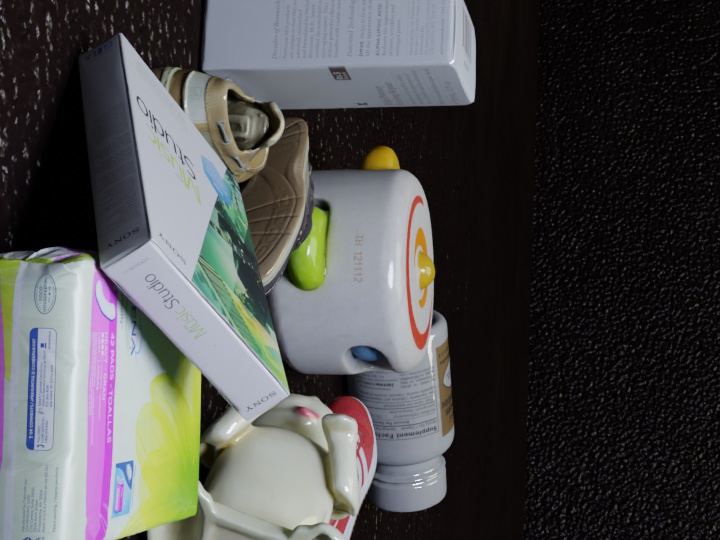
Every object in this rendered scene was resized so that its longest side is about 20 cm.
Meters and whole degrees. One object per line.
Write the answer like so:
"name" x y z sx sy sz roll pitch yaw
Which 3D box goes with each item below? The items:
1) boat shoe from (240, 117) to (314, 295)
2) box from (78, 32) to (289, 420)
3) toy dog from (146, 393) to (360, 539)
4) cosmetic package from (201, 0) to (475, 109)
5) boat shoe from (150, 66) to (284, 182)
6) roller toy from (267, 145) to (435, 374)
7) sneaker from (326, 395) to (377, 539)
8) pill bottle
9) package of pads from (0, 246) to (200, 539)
"boat shoe" -0.069 -0.043 1.111 0.202 0.071 0.065 -85 160 -48
"box" -0.104 -0.029 0.800 0.145 0.036 0.201 53 14 -41
"toy dog" -0.060 0.173 0.999 0.201 0.137 0.197 -67 165 -60
"cosmetic package" -0.015 -0.173 1.067 0.102 0.197 0.075 41 49 -72
"boat shoe" -0.091 -0.101 1.005 0.200 0.075 0.073 7 82 -77
"roller toy" 0.000 0.000 1.252 0.201 0.137 0.185 -69 155 -60
"sneaker" -0.032 0.173 1.253 0.113 0.070 0.202 80 18 -46
"pill bottle" 0.044 0.150 1.487 0.114 0.112 0.203 -55 142 -68
"package of pads" -0.148 0.068 0.766 0.200 0.067 0.157 17 73 -77
